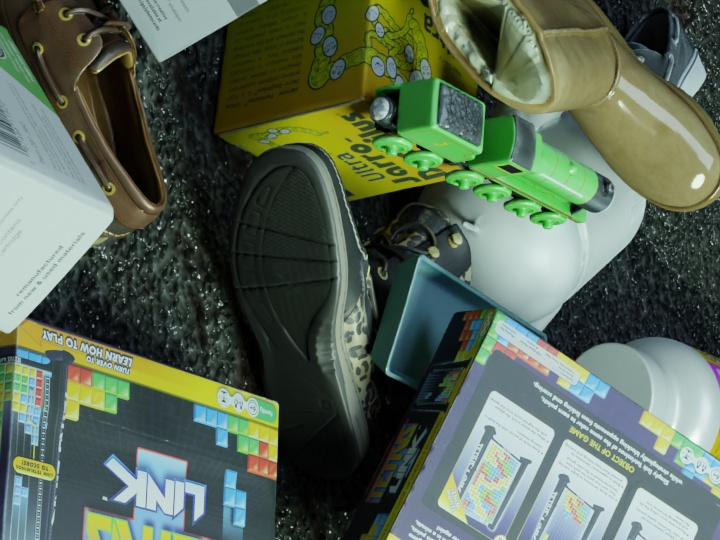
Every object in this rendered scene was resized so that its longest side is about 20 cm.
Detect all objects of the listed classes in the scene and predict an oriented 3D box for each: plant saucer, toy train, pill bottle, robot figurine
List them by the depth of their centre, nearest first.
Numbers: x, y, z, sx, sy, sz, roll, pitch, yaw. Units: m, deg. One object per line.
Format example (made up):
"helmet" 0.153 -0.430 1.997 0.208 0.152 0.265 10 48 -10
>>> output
"toy train" 0.078 -0.065 1.366 0.200 0.056 0.042 21 67 -50
"plant saucer" 0.059 0.047 1.425 0.200 0.019 0.070 30 74 -60
"robot figurine" 0.106 -0.036 1.532 0.200 0.113 0.170 -38 129 -51
"pill bottle" 0.219 0.105 1.656 0.200 0.104 0.105 20 65 -50

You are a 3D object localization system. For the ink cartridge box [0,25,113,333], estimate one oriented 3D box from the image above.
"ink cartridge box" -0.224 -0.073 1.063 0.200 0.084 0.146 26 23 -47

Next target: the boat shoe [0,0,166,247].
"boat shoe" -0.145 -0.113 1.248 0.072 0.067 0.201 -20 96 -54

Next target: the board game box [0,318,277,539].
"board game box" -0.124 0.127 1.208 0.200 0.057 0.166 22 63 -50

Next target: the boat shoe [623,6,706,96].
"boat shoe" 0.191 -0.126 1.711 0.200 0.072 0.068 -51 123 -50

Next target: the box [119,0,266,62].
"box" -0.057 -0.221 1.228 0.156 0.200 0.041 59 7 -20

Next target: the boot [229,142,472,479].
"boot" 0.000 0.000 1.390 0.151 0.073 0.201 -40 126 -49

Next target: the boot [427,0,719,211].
"boot" 0.127 -0.101 1.409 0.175 0.066 0.200 47 16 11

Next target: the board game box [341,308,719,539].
"board game box" 0.105 0.142 1.369 0.200 0.057 0.166 34 73 -20

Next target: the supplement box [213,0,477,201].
"supplement box" -0.001 -0.156 1.423 0.109 0.109 0.201 30 58 -46
